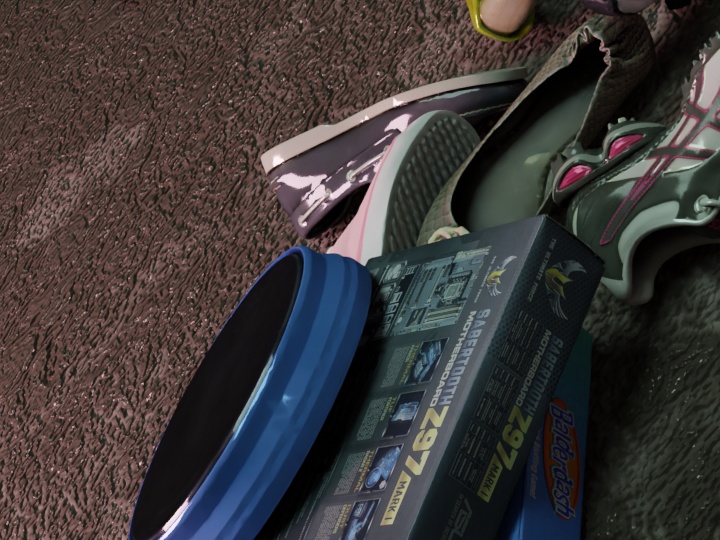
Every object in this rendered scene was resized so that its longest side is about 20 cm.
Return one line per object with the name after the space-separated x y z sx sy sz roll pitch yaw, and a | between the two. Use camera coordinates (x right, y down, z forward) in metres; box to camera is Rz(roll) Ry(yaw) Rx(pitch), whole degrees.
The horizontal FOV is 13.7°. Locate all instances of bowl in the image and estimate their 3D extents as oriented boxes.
-0.062 0.076 1.585 0.201 0.039 0.201 -56 13 20 | bowl

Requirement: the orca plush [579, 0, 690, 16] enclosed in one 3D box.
0.153 -0.216 1.684 0.071 0.105 0.200 4 58 34 | orca plush

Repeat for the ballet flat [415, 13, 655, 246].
0.094 -0.064 1.658 0.067 0.046 0.200 37 86 20 | ballet flat

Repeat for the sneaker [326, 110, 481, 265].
0.000 0.000 1.716 0.104 0.075 0.201 -9 54 46 | sneaker

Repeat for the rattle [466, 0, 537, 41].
0.078 -0.244 1.765 0.130 0.143 0.200 -51 -11 -47 | rattle

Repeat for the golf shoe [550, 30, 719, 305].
0.190 -0.062 1.525 0.200 0.077 0.088 -40 50 27 | golf shoe

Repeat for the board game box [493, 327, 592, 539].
0.046 0.127 1.534 0.152 0.045 0.200 -32 34 35 | board game box

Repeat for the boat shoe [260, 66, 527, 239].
0.027 -0.071 1.800 0.200 0.073 0.063 -20 85 38 | boat shoe

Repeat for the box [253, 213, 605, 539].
0.028 0.075 1.516 0.158 0.051 0.200 -15 45 54 | box
